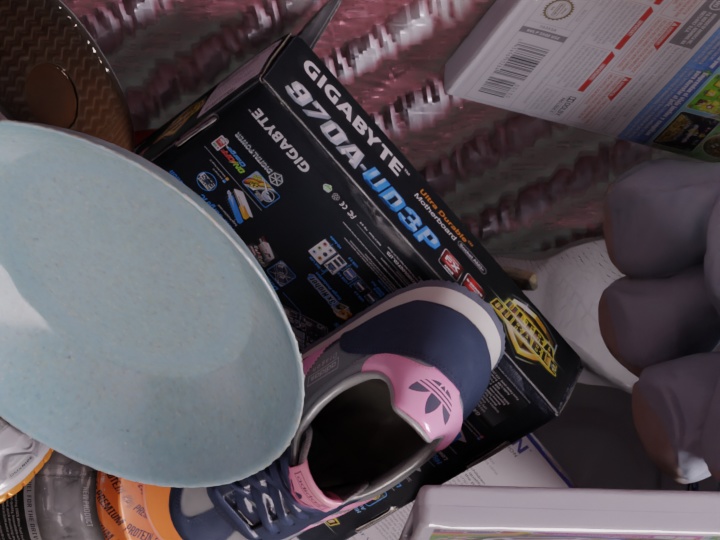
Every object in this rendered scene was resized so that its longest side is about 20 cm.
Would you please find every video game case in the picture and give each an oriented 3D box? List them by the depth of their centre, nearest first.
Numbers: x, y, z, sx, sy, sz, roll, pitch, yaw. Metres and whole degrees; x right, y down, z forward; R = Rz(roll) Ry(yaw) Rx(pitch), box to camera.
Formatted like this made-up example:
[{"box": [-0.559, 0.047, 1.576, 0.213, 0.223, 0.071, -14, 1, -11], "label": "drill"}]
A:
[{"box": [0.154, -0.092, 1.176, 0.199, 0.018, 0.143, 14, 149, -18], "label": "video game case"}, {"box": [0.092, 0.115, 1.189, 0.143, 0.018, 0.200, 1, 169, -1], "label": "video game case"}]

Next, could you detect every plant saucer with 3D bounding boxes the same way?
[{"box": [-0.106, 0.006, 1.153, 0.201, 0.039, 0.201, 18, 137, 17], "label": "plant saucer"}]

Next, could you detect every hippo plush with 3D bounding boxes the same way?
[{"box": [0.208, -0.001, 1.214, 0.160, 0.159, 0.201, -3, 114, -28], "label": "hippo plush"}]

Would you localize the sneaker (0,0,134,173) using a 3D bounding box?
[{"box": [-0.184, -0.094, 1.163, 0.200, 0.073, 0.085, 38, 140, -29], "label": "sneaker"}]

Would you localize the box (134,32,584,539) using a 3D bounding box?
[{"box": [-0.024, 0.016, 1.223, 0.159, 0.046, 0.200, -34, 104, 35], "label": "box"}]

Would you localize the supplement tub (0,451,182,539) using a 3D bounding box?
[{"box": [-0.152, 0.115, 1.434, 0.200, 0.123, 0.122, -4, 154, 46], "label": "supplement tub"}]

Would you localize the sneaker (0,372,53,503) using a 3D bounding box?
[{"box": [-0.160, 0.033, 1.274, 0.076, 0.200, 0.092, -24, 105, 37], "label": "sneaker"}]

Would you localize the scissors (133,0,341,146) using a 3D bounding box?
[{"box": [-0.043, -0.071, 1.243, 0.073, 0.014, 0.200, 25, 143, -30], "label": "scissors"}]

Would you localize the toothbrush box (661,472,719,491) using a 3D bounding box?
[{"box": [0.240, 0.088, 1.360, 0.085, 0.147, 0.200, 21, 146, -29], "label": "toothbrush box"}]

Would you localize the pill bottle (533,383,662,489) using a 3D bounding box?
[{"box": [0.099, 0.149, 1.513, 0.119, 0.120, 0.200, 7, 151, -7], "label": "pill bottle"}]

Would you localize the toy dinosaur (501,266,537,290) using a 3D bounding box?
[{"box": [0.000, 0.000, 1.286, 0.200, 0.088, 0.047, -18, 147, 31], "label": "toy dinosaur"}]

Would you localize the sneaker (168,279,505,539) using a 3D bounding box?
[{"box": [-0.025, 0.079, 1.183, 0.070, 0.082, 0.200, 42, 127, -9], "label": "sneaker"}]

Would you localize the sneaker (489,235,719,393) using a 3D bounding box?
[{"box": [0.094, 0.024, 1.356, 0.199, 0.075, 0.089, 6, 168, -2], "label": "sneaker"}]

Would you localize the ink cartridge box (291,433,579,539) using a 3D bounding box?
[{"box": [0.077, 0.152, 1.384, 0.196, 0.043, 0.200, 50, 137, -2], "label": "ink cartridge box"}]
